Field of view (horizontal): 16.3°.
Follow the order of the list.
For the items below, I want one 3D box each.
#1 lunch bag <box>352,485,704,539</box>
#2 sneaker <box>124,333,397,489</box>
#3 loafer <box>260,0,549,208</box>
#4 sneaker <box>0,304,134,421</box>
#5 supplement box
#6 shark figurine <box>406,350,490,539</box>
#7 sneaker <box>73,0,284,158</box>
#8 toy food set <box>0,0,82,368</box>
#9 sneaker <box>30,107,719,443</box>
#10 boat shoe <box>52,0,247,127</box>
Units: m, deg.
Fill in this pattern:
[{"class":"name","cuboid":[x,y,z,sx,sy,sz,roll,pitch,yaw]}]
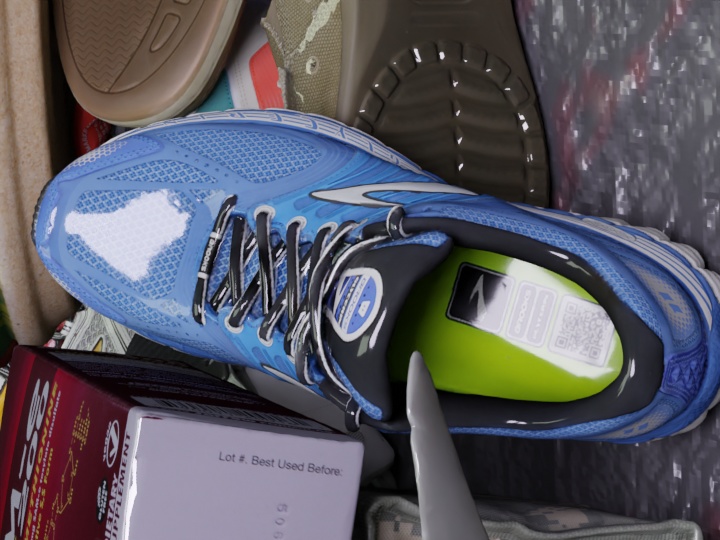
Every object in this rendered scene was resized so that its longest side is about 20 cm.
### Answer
[{"class":"lunch bag","cuboid":[0.011,0.162,0.712,0.164,0.117,0.201,175,100,-72]},{"class":"sneaker","cuboid":[-0.031,0.053,0.884,0.074,0.088,0.200,-46,27,26]},{"class":"loafer","cuboid":[0.011,-0.060,0.780,0.067,0.076,0.201,-15,72,63]},{"class":"sneaker","cuboid":[-0.117,0.037,1.027,0.078,0.082,0.201,45,134,50]},{"class":"supplement box","cuboid":[-0.060,0.083,0.688,0.200,0.061,0.109,-171,89,-74]},{"class":"shark figurine","cuboid":[0.114,0.084,0.582,0.128,0.214,0.090,73,-149,-52]},{"class":"sneaker","cuboid":[-0.069,-0.069,0.891,0.200,0.093,0.071,27,130,56]},{"class":"toy food set","cuboid":[-0.123,-0.065,0.858,0.198,0.048,0.200,88,178,-45]},{"class":"sneaker","cuboid":[0.000,0.000,0.683,0.199,0.089,0.079,11,94,17]},{"class":"boat shoe","cuboid":[-0.054,-0.133,0.840,0.065,0.072,0.201,49,-138,-60]}]
